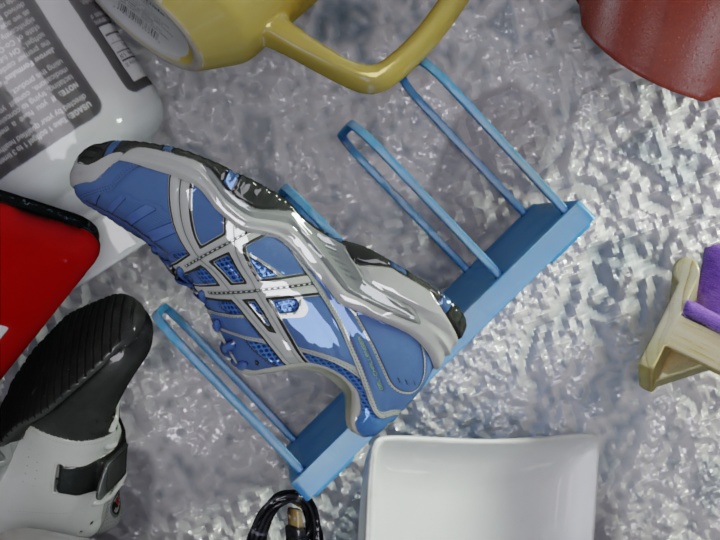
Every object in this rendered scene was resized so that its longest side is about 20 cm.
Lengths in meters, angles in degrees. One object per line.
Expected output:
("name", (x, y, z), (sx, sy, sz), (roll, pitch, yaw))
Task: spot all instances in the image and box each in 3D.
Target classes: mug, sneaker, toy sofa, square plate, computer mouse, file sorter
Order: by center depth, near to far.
("sneaker", (-0.052, 0.005, 0.799), (0.199, 0.076, 0.077), (29, 83, 3))
("mug", (-0.053, -0.178, 0.852), (0.153, 0.186, 0.150), (-51, 137, -14))
("computer mouse", (-0.026, 0.211, 0.887), (0.058, 0.034, 0.201), (-11, 101, -5))
("file sorter", (0.000, 0.000, 0.906), (0.200, 0.139, 0.123), (-45, 93, -2))
("sneaker", (-0.152, 0.093, 0.909), (0.088, 0.074, 0.200), (31, 123, -20))
("square plate", (0.058, 0.187, 0.925), (0.199, 0.028, 0.199), (5, 89, -48))
("toy sofa", (0.256, 0.055, 0.929), (0.199, 0.083, 0.098), (26, 84, 14))

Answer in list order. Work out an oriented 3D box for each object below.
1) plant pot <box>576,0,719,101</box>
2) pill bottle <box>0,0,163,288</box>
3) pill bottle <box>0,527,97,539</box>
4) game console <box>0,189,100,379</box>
("plant pot", (0.205, -0.201, 0.871), (0.200, 0.201, 0.196), (10, 126, -7))
("pill bottle", (-0.173, -0.095, 0.892), (0.110, 0.111, 0.200), (-33, 96, -3))
("pill bottle", (-0.153, 0.239, 0.852), (0.113, 0.113, 0.201), (16, 87, -7))
("game console", (-0.253, -0.020, 0.883), (0.172, 0.119, 0.200), (18, 133, -32))
